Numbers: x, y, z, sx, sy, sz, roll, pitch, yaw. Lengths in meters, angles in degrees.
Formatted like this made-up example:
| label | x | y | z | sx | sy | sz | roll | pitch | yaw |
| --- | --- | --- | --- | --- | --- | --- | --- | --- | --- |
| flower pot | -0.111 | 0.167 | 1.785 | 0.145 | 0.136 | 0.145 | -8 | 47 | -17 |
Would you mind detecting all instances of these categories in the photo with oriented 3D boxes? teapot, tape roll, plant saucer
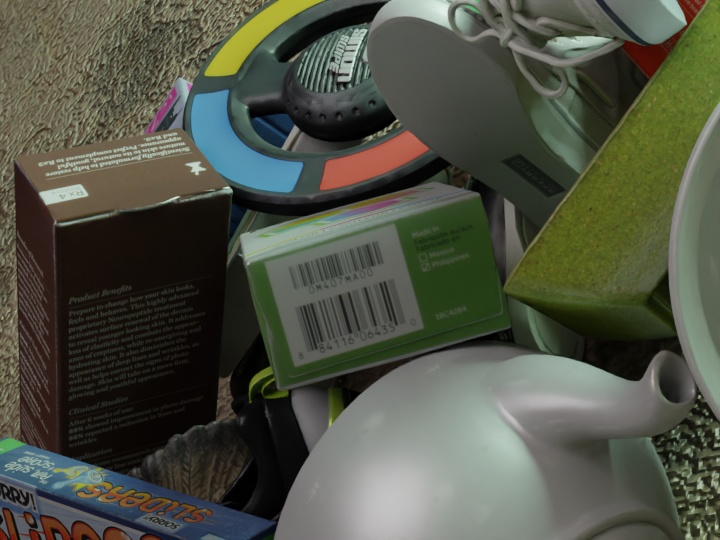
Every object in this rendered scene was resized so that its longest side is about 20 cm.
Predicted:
| label | x | y | z | sx | sy | sz | roll | pitch | yaw |
| --- | --- | --- | --- | --- | --- | --- | --- | --- | --- |
| teapot | 0.067 | 0.138 | 0.685 | 0.198 | 0.200 | 0.146 | -48 | 45 | -10 |
| tape roll | -0.051 | -0.029 | 1.014 | 0.204 | 0.037 | 0.203 | -59 | 7 | 12 |
| plant saucer | 0.160 | -0.047 | 0.742 | 0.048 | 0.200 | 0.201 | 37 | 94 | 19 |

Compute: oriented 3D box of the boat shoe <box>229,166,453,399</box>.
| label | x | y | z | sx | sy | sz | roll | pitch | yaw |
| --- | --- | --- | --- | --- | --- | --- | --- | --- | --- |
| boat shoe | -0.019 | 0.008 | 0.993 | 0.201 | 0.067 | 0.057 | -58 | 38 | 4 |

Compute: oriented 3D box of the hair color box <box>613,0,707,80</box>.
| label | x | y | z | sx | sy | sz | roll | pitch | yaw |
| --- | --- | --- | --- | --- | --- | --- | --- | --- | --- |
| hair color box | 0.215 | -0.170 | 0.800 | 0.200 | 0.101 | 0.061 | -45 | 71 | 19 |

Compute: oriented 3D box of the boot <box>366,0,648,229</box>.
| label | x | y | z | sx | sy | sz | roll | pitch | yaw |
| --- | --- | --- | --- | --- | --- | --- | --- | --- | --- |
| boot | 0.083 | -0.095 | 0.828 | 0.073 | 0.200 | 0.096 | -15 | 48 | 40 |

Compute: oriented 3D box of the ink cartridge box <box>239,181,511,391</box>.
| label | x | y | z | sx | sy | sz | roll | pitch | yaw |
| --- | --- | --- | --- | --- | --- | --- | --- | --- | --- |
| ink cartridge box | 0.000 | 0.000 | 0.773 | 0.103 | 0.060 | 0.200 | -15 | 6 | -3 |

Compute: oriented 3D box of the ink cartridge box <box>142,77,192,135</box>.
| label | x | y | z | sx | sy | sz | roll | pitch | yaw |
| --- | --- | --- | --- | --- | --- | --- | --- | --- | --- |
| ink cartridge box | -0.126 | -0.044 | 1.052 | 0.120 | 0.042 | 0.200 | -57 | 21 | 12 |

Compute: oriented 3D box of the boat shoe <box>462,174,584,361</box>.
| label | x | y | z | sx | sy | sz | roll | pitch | yaw |
| --- | --- | --- | --- | --- | --- | --- | --- | --- | --- |
| boat shoe | 0.081 | -0.027 | 0.894 | 0.060 | 0.074 | 0.201 | -22 | 54 | 34 |

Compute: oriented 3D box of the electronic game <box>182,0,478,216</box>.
| label | x | y | z | sx | sy | sz | roll | pitch | yaw |
| --- | --- | --- | --- | --- | --- | --- | --- | --- | --- |
| electronic game | -0.006 | -0.106 | 0.913 | 0.199 | 0.042 | 0.201 | -13 | 44 | 13 |

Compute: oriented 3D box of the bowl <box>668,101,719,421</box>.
| label | x | y | z | sx | sy | sz | roll | pitch | yaw |
| --- | --- | --- | --- | --- | --- | --- | --- | --- | --- |
| bowl | 0.207 | -0.010 | 0.640 | 0.202 | 0.201 | 0.090 | -55 | 8 | 3 |

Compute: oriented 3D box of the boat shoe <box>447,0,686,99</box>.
| label | x | y | z | sx | sy | sz | roll | pitch | yaw |
| --- | --- | --- | --- | --- | --- | --- | --- | --- | --- |
| boat shoe | 0.080 | -0.121 | 0.714 | 0.086 | 0.075 | 0.202 | -36 | 16 | 13 |

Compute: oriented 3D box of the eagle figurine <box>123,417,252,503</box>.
| label | x | y | z | sx | sy | sz | roll | pitch | yaw |
| --- | --- | --- | --- | --- | --- | --- | --- | --- | --- |
| eagle figurine | -0.098 | 0.178 | 0.903 | 0.199 | 0.152 | 0.151 | -23 | 25 | 47 |

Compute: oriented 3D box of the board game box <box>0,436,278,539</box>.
| label | x | y | z | sx | sy | sz | roll | pitch | yaw |
| --- | --- | --- | --- | --- | --- | --- | --- | --- | --- |
| board game box | -0.110 | 0.163 | 0.776 | 0.199 | 0.034 | 0.136 | 8 | 112 | 43 |

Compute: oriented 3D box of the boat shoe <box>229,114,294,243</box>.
| label | x | y | z | sx | sy | sz | roll | pitch | yaw |
| --- | --- | --- | --- | --- | --- | --- | --- | --- | --- |
| boat shoe | -0.091 | -0.066 | 1.142 | 0.200 | 0.072 | 0.072 | -51 | 25 | 1 |

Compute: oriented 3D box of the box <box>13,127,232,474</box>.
| label | x | y | z | sx | sy | sz | roll | pitch | yaw |
| --- | --- | --- | --- | --- | --- | --- | --- | --- | --- |
| box | -0.134 | 0.030 | 0.909 | 0.075 | 0.100 | 0.201 | 50 | 142 | 43 |

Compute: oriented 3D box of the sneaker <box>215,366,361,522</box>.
| label | x | y | z | sx | sy | sz | roll | pitch | yaw |
| --- | --- | --- | --- | --- | --- | --- | --- | --- | --- |
| sneaker | -0.047 | 0.139 | 0.784 | 0.072 | 0.082 | 0.201 | -113 | 34 | -73 |
